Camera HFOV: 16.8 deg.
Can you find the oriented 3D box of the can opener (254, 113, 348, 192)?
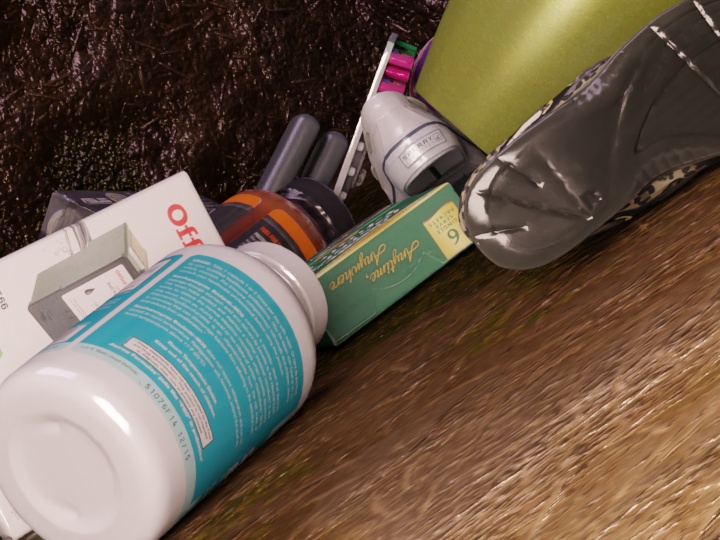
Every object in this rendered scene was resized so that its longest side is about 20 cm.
[{"bbox_3d":[-0.076,-0.023,1.838,0.201,0.053,0.066,-63,19,-7],"label":"can opener"}]

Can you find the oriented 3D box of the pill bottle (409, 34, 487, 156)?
[{"bbox_3d":[0.106,-0.141,1.818,0.112,0.113,0.200,-36,4,-8],"label":"pill bottle"}]

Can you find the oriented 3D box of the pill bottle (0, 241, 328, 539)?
[{"bbox_3d":[-0.095,0.057,1.266,0.111,0.111,0.200,-31,6,41],"label":"pill bottle"}]

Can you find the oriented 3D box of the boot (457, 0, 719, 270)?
[{"bbox_3d":[0.132,-0.071,1.182,0.203,0.074,0.154,-34,1,-2],"label":"boot"}]

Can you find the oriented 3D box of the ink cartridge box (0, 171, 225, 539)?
[{"bbox_3d":[-0.160,0.051,1.411,0.200,0.146,0.084,-28,0,-26],"label":"ink cartridge box"}]

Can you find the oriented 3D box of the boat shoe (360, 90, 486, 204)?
[{"bbox_3d":[0.042,-0.081,1.667,0.073,0.067,0.200,-35,-12,-3],"label":"boat shoe"}]

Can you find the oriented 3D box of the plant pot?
[{"bbox_3d":[0.136,-0.167,1.645,0.200,0.187,0.187,-50,3,5],"label":"plant pot"}]

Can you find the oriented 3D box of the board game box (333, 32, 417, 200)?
[{"bbox_3d":[0.000,-0.083,1.895,0.200,0.026,0.201,-73,3,-82],"label":"board game box"}]

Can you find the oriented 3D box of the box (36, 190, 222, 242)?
[{"bbox_3d":[-0.176,0.025,1.767,0.200,0.049,0.162,-5,-62,-63],"label":"box"}]

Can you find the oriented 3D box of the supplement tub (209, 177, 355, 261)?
[{"bbox_3d":[-0.090,0.013,1.712,0.200,0.107,0.107,-38,5,-34],"label":"supplement tub"}]

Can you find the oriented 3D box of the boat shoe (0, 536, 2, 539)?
[{"bbox_3d":[-0.217,0.165,1.320,0.072,0.066,0.201,-36,5,-13],"label":"boat shoe"}]

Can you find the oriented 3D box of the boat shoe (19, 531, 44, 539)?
[{"bbox_3d":[-0.230,0.156,1.533,0.200,0.063,0.073,-34,5,18],"label":"boat shoe"}]

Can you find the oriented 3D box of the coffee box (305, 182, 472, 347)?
[{"bbox_3d":[0.000,0.000,1.570,0.123,0.044,0.200,-36,5,-10],"label":"coffee box"}]
